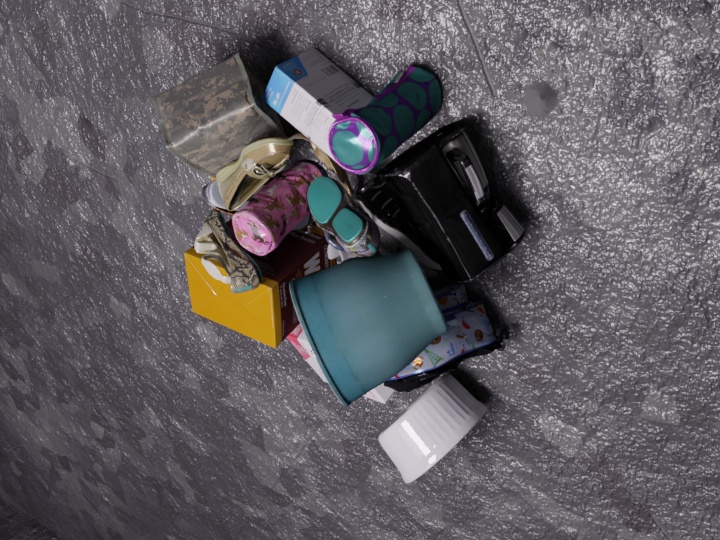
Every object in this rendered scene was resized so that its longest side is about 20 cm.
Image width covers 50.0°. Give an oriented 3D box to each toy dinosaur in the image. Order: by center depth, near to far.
[{"bbox_3d":[-0.050,-0.189,1.243,0.058,0.102,0.200,-26,142,12],"label":"toy dinosaur"},{"bbox_3d":[0.006,-0.057,1.278,0.180,0.200,0.106,32,116,3],"label":"toy dinosaur"}]

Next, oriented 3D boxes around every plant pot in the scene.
[{"bbox_3d":[0.021,0.066,1.135,0.186,0.200,0.202,-26,109,2],"label":"plant pot"}]

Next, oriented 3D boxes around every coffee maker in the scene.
[{"bbox_3d":[0.119,-0.087,1.147,0.191,0.135,0.201,-28,104,17],"label":"coffee maker"}]

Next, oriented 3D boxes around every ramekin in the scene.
[{"bbox_3d":[0.125,0.279,1.397,0.098,0.200,0.201,48,137,8],"label":"ramekin"}]

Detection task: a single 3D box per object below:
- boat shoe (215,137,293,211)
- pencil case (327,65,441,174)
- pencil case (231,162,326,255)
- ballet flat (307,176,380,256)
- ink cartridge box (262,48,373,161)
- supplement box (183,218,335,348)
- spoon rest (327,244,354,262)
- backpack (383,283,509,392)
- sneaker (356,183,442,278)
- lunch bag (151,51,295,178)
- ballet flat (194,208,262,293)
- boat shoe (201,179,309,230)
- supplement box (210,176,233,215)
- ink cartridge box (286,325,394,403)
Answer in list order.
[{"bbox_3d":[-0.168,-0.155,1.234,0.200,0.073,0.064,-22,77,46],"label":"boat shoe"},{"bbox_3d":[0.036,-0.217,1.092,0.084,0.200,0.093,1,123,36],"label":"pencil case"},{"bbox_3d":[-0.132,-0.106,1.302,0.086,0.200,0.084,6,125,32],"label":"pencil case"},{"bbox_3d":[-0.023,-0.076,1.171,0.201,0.071,0.073,-128,26,-52],"label":"ballet flat"},{"bbox_3d":[-0.038,-0.243,1.189,0.200,0.116,0.067,41,131,6],"label":"ink cartridge box"},{"bbox_3d":[-0.178,0.003,1.416,0.195,0.200,0.134,20,130,24],"label":"supplement box"},{"bbox_3d":[0.000,0.000,1.322,0.200,0.099,0.061,44,159,44],"label":"spoon rest"},{"bbox_3d":[0.111,0.113,1.285,0.199,0.189,0.156,-31,86,46],"label":"backpack"},{"bbox_3d":[0.063,-0.061,1.282,0.200,0.074,0.079,44,142,2],"label":"sneaker"},{"bbox_3d":[-0.211,-0.236,1.258,0.162,0.200,0.119,-24,69,10],"label":"lunch bag"},{"bbox_3d":[-0.235,-0.033,1.293,0.200,0.074,0.068,52,152,38],"label":"ballet flat"},{"bbox_3d":[-0.188,-0.116,1.382,0.068,0.197,0.075,1,84,60],"label":"boat shoe"},{"bbox_3d":[-0.236,-0.205,1.407,0.066,0.069,0.202,18,126,25],"label":"supplement box"},{"bbox_3d":[-0.026,0.153,1.439,0.199,0.085,0.145,9,143,51],"label":"ink cartridge box"}]
